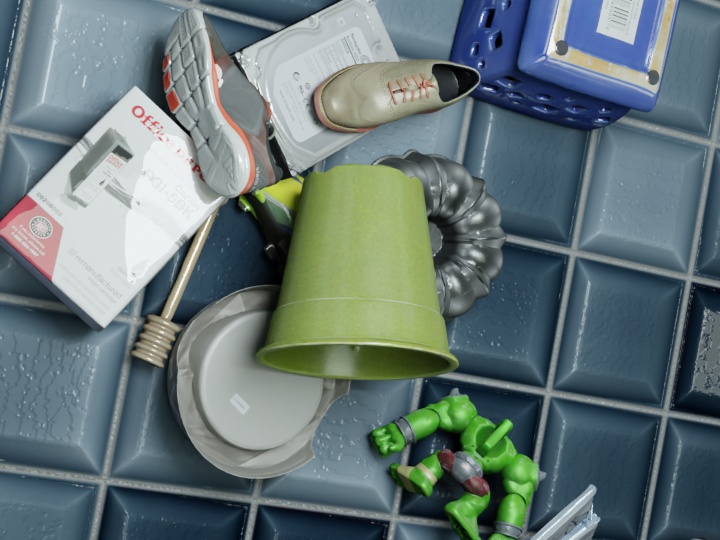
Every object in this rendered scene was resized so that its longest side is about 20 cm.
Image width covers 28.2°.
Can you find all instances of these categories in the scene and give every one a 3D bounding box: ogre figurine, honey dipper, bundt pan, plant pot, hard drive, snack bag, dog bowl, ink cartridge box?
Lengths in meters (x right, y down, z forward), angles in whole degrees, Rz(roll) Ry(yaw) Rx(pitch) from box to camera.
[{"bbox_3d":[0.119,0.218,1.579,0.200,0.098,0.120,37,67,25],"label":"ogre figurine"},{"bbox_3d":[-0.180,0.003,1.484,0.038,0.038,0.200,27,80,-21],"label":"honey dipper"},{"bbox_3d":[0.074,-0.032,1.567,0.202,0.076,0.202,-1,93,-23],"label":"bundt pan"},{"bbox_3d":[0.000,0.000,1.428,0.200,0.200,0.190,8,76,-23],"label":"plant pot"},{"bbox_3d":[0.235,-0.273,1.568,0.200,0.180,0.200,15,87,-22],"label":"plant pot"},{"bbox_3d":[-0.039,-0.196,1.501,0.200,0.038,0.140,-33,104,-38],"label":"hard drive"},{"bbox_3d":[0.194,0.327,1.586,0.189,0.200,0.021,-38,66,-17],"label":"snack bag"},{"bbox_3d":[-0.110,0.113,1.493,0.200,0.059,0.200,-1,92,-30],"label":"dog bowl"},{"bbox_3d":[-0.241,-0.061,1.418,0.147,0.083,0.200,43,76,-8],"label":"ink cartridge box"}]

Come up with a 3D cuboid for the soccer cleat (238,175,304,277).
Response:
[{"bbox_3d":[-0.083,-0.084,1.511,0.084,0.065,0.200,-34,105,-33],"label":"soccer cleat"}]

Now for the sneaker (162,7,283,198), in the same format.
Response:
[{"bbox_3d":[-0.131,-0.162,1.407,0.082,0.077,0.200,-5,72,-44],"label":"sneaker"}]

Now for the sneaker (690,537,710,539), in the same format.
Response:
[{"bbox_3d":[0.445,0.407,1.747,0.112,0.078,0.200,-14,108,-26],"label":"sneaker"}]

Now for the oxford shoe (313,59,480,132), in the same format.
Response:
[{"bbox_3d":[0.039,-0.191,1.490,0.200,0.075,0.071,-20,96,-40],"label":"oxford shoe"}]
